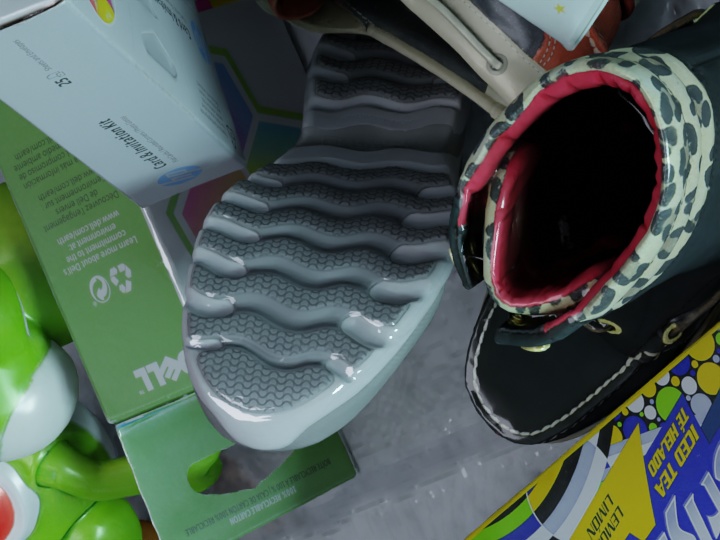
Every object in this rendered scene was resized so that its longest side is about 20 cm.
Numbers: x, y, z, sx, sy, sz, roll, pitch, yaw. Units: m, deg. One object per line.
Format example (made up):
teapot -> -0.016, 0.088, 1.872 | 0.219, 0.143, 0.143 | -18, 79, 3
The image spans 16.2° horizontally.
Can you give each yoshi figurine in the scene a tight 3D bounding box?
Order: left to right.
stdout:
yoshi figurine -> -0.112, 0.043, 0.912 | 0.201, 0.112, 0.112 | 80, 176, -53

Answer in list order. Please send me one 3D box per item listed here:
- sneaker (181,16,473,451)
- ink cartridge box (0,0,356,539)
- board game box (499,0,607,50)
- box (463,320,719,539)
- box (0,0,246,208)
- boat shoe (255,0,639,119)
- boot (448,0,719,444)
sneaker -> 0.000, 0.000, 0.778 | 0.074, 0.200, 0.082 | 10, 125, 12
ink cartridge box -> -0.053, -0.013, 0.857 | 0.059, 0.104, 0.201 | -23, 90, 40
board game box -> 0.013, -0.171, 0.687 | 0.199, 0.148, 0.064 | 34, 136, 2
box -> 0.105, 0.065, 0.784 | 0.064, 0.070, 0.200 | 53, 128, 10
box -> -0.098, -0.133, 0.734 | 0.041, 0.156, 0.201 | -22, 72, 9
boat shoe -> -0.005, -0.104, 0.801 | 0.199, 0.071, 0.063 | 27, 77, 28
boot -> 0.063, -0.007, 0.737 | 0.074, 0.153, 0.204 | 46, 126, 13
